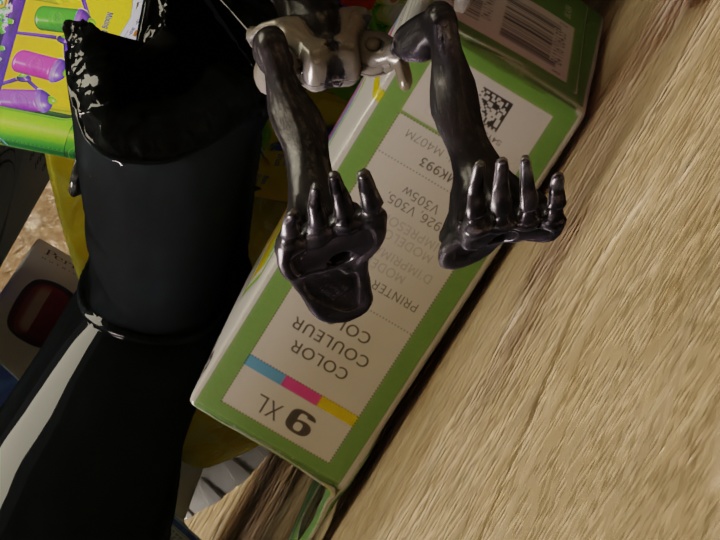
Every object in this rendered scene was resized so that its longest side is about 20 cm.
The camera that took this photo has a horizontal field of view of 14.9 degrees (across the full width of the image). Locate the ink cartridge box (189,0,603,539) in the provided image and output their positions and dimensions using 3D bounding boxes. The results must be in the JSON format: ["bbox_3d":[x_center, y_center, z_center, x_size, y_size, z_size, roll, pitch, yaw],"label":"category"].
[{"bbox_3d":[0.000,0.000,0.871,0.200,0.059,0.104,-59,4,22],"label":"ink cartridge box"}]

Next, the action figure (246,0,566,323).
[{"bbox_3d":[-0.008,-0.090,0.741,0.102,0.119,0.200,111,145,-50],"label":"action figure"}]

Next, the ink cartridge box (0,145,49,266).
[{"bbox_3d":[-0.154,-0.053,1.130,0.200,0.041,0.200,94,-164,-51],"label":"ink cartridge box"}]

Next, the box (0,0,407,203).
[{"bbox_3d":[-0.031,-0.134,0.965,0.200,0.192,0.122,116,161,-49],"label":"box"}]

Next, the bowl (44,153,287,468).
[{"bbox_3d":[-0.041,-0.031,1.105,0.108,0.200,0.200,-18,15,12],"label":"bowl"}]

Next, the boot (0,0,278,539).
[{"bbox_3d":[-0.083,0.009,0.895,0.168,0.076,0.200,97,-166,-51],"label":"boot"}]

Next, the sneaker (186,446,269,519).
[{"bbox_3d":[-0.047,0.033,1.282,0.200,0.076,0.080,-56,-8,8],"label":"sneaker"}]

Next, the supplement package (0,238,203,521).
[{"bbox_3d":[-0.133,0.085,1.154,0.110,0.114,0.200,-59,6,19],"label":"supplement package"}]

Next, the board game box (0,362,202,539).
[{"bbox_3d":[-0.164,0.132,1.020,0.043,0.200,0.199,-19,-36,-58],"label":"board game box"}]
